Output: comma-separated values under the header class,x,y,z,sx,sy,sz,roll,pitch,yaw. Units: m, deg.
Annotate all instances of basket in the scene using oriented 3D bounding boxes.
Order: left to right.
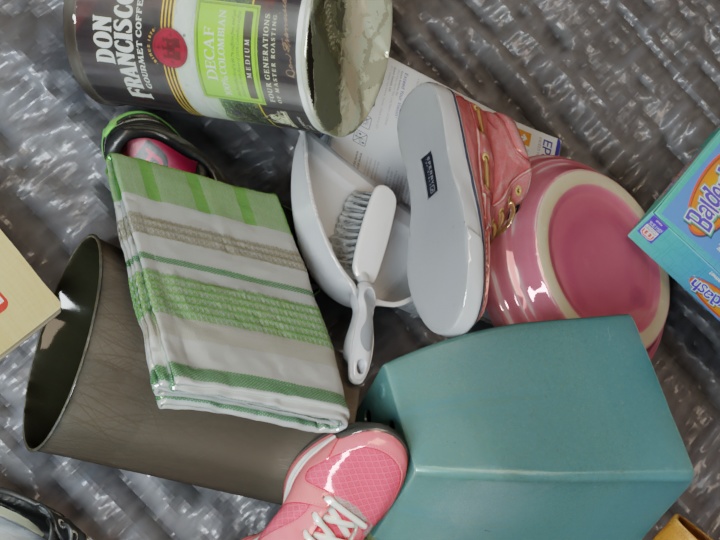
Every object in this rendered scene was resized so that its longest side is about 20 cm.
class,x,y,z,sx,sy,sz,roll,pitch,yaw
basket,-0.112,0.080,1.146,0.198,0.137,0.181,21,22,-19

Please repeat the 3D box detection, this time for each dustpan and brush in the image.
class,x,y,z,sx,sy,sz,roll,pitch,yaw
dustpan and brush,0.000,0.000,1.203,0.139,0.057,0.202,36,51,-30

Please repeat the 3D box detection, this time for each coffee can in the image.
class,x,y,z,sx,sy,sz,roll,pitch,yaw
coffee can,-0.094,-0.183,1.228,0.198,0.147,0.147,10,53,23

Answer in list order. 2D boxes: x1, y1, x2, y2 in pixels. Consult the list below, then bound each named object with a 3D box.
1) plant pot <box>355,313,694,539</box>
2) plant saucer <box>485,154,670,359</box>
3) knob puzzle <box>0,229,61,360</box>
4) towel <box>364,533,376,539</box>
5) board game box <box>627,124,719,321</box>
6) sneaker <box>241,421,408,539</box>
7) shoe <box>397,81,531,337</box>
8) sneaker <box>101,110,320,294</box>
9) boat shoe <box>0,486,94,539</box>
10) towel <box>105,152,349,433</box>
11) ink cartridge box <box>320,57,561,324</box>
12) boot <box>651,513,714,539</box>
class,x,y,z,sx,sy,sz,roll,pitch,yaw
plant pot,0.100,0.125,1.195,0.198,0.142,0.142,2,50,-24
plant saucer,0.177,-0.001,1.336,0.199,0.051,0.203,17,62,-35
knob puzzle,-0.331,0.011,1.137,0.217,0.031,0.222,2,69,-5
towel,0.043,0.260,1.182,0.199,0.037,0.149,38,55,-1
board game box,0.333,-0.014,1.361,0.200,0.045,0.152,44,57,3
sneaker,-0.035,0.188,1.094,0.074,0.200,0.087,38,12,-23
shoe,0.085,-0.040,1.237,0.090,0.071,0.202,14,57,-35
sneaker,-0.111,-0.040,1.227,0.199,0.084,0.077,33,98,-1
boat shoe,-0.219,0.181,1.086,0.198,0.066,0.075,30,56,-7
towel,-0.091,0.015,1.106,0.148,0.031,0.201,16,40,-37
ink cartridge box,0.056,-0.059,1.347,0.198,0.041,0.201,24,58,-15
boot,0.257,0.284,1.198,0.201,0.144,0.071,44,16,7
